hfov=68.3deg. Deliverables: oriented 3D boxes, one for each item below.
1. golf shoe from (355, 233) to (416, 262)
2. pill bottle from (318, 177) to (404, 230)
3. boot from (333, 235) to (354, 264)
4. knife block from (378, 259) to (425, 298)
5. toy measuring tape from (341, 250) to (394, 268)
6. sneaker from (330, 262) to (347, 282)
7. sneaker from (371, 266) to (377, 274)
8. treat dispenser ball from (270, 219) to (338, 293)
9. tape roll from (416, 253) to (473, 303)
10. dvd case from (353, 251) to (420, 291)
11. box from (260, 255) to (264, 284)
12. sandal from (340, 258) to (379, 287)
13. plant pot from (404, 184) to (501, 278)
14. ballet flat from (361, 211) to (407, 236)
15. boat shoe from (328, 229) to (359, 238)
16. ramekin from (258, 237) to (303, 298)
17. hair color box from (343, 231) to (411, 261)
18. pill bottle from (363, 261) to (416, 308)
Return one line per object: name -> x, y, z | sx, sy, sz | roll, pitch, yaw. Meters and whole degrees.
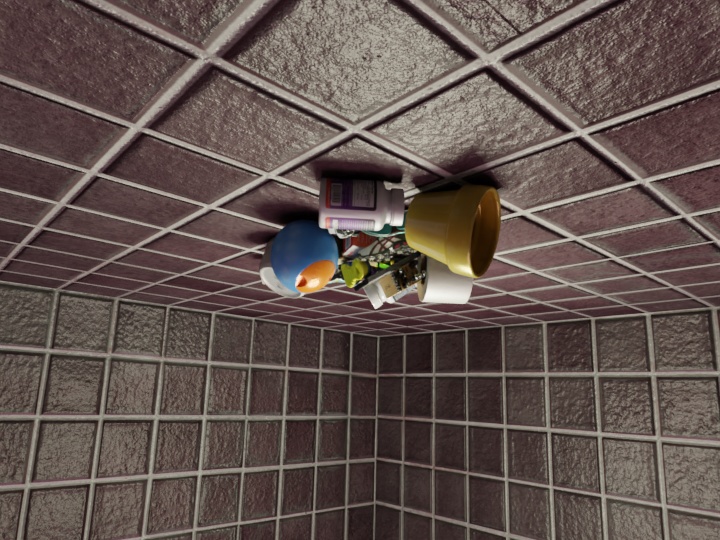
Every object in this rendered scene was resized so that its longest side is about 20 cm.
golf shoe -> 0.074, -0.077, 1.518 | 0.193, 0.092, 0.077 | -15, 167, 24
pill bottle -> 0.002, -0.150, 1.220 | 0.191, 0.116, 0.112 | 3, 167, -3
boot -> -0.108, -0.058, 1.722 | 0.195, 0.075, 0.152 | 11, 164, -41
knife block -> 0.148, 0.013, 1.599 | 0.173, 0.066, 0.198 | -29, 176, 35
toy measuring tape -> 0.028, -0.059, 1.708 | 0.194, 0.077, 0.073 | 15, 163, -28
sneaker -> -0.101, 0.013, 1.953 | 0.078, 0.081, 0.196 | -23, 165, 39
sneaker -> 0.048, -0.011, 1.856 | 0.196, 0.092, 0.079 | 13, 162, -43
treat dispenser ball -> -0.159, -0.041, 1.509 | 0.192, 0.210, 0.201 | 2, 167, 0
tape roll -> 0.250, -0.007, 1.586 | 0.133, 0.212, 0.203 | 2, 167, -4
dvd case -> 0.080, 0.003, 1.632 | 0.195, 0.018, 0.142 | -28, 176, -21
box -> -0.266, 0.003, 1.955 | 0.191, 0.099, 0.078 | 2, 167, -7
sandal -> 0.000, 0.000, 1.659 | 0.085, 0.082, 0.199 | -20, -178, -24
plant pot -> 0.212, -0.103, 1.249 | 0.184, 0.209, 0.199 | 13, 175, 33
ballet flat -> 0.089, -0.124, 1.417 | 0.191, 0.071, 0.070 | -2, 177, 10
boat shoe -> -0.041, -0.124, 1.421 | 0.065, 0.077, 0.199 | 0, 168, 11
ramekin -> -0.238, -0.001, 1.728 | 0.193, 0.107, 0.203 | 19, 148, 12
hair color box -> 0.052, -0.080, 1.623 | 0.192, 0.067, 0.111 | 5, 166, -17
pill bottle -> 0.109, 0.036, 1.786 | 0.196, 0.122, 0.120 | -33, 164, 1
